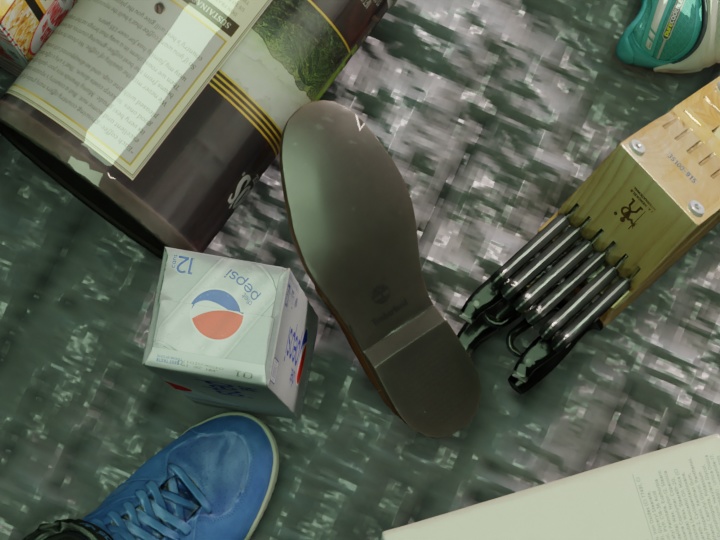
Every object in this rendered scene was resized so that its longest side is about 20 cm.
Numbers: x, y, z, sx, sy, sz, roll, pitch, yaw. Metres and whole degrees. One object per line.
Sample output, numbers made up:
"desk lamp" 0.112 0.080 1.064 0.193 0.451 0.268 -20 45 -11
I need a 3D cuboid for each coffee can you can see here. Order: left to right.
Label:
"coffee can" -0.094 -0.121 1.212 0.146 0.146 0.200 36 83 7

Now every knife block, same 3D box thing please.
"knife block" 0.143 -0.013 1.237 0.064 0.176 0.200 48 40 8

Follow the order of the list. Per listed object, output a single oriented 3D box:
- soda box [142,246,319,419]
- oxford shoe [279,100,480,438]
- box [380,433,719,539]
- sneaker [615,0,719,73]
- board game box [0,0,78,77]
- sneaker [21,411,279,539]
"soda box" -0.067 0.038 1.156 0.068 0.200 0.064 9 82 4
"oxford shoe" 0.000 0.000 1.206 0.071 0.071 0.201 -24 100 -14
"box" 0.116 0.159 1.196 0.199 0.068 0.082 -15 80 0
"sneaker" 0.176 -0.216 1.258 0.079 0.078 0.201 -6 80 10
"board game box" -0.158 -0.213 1.228 0.046 0.152 0.200 30 82 6
"sneaker" -0.126 0.153 1.184 0.200 0.111 0.077 -40 81 -5
